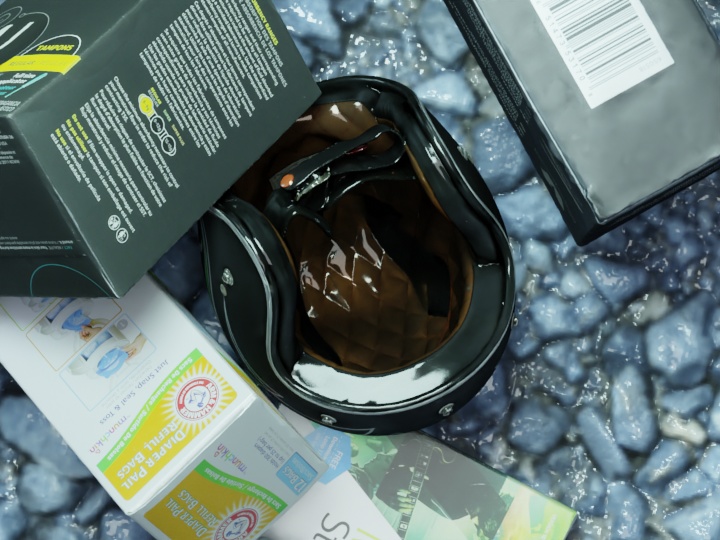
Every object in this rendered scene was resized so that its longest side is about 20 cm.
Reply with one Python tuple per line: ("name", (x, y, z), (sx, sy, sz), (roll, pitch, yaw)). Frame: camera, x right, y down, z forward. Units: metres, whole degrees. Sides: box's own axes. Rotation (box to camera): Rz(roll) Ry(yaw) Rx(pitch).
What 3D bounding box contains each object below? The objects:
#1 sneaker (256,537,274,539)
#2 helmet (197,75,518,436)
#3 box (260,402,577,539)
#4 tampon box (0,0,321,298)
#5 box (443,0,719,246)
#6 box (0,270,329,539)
("sneaker", (-0.082, 0.243, 1.590), (0.115, 0.075, 0.200), (33, 107, 2))
("helmet", (0.000, 0.000, 1.560), (0.200, 0.200, 0.191), (-24, 119, -1))
("box", (0.016, 0.169, 1.628), (0.200, 0.036, 0.144), (27, 87, 2))
("tampon box", (-0.154, -0.093, 1.504), (0.200, 0.150, 0.126), (-47, 121, -35))
("box", (0.138, -0.131, 1.563), (0.117, 0.200, 0.197), (-29, 87, -1))
("box", (-0.128, 0.072, 1.554), (0.101, 0.113, 0.200), (-43, 53, -2))
